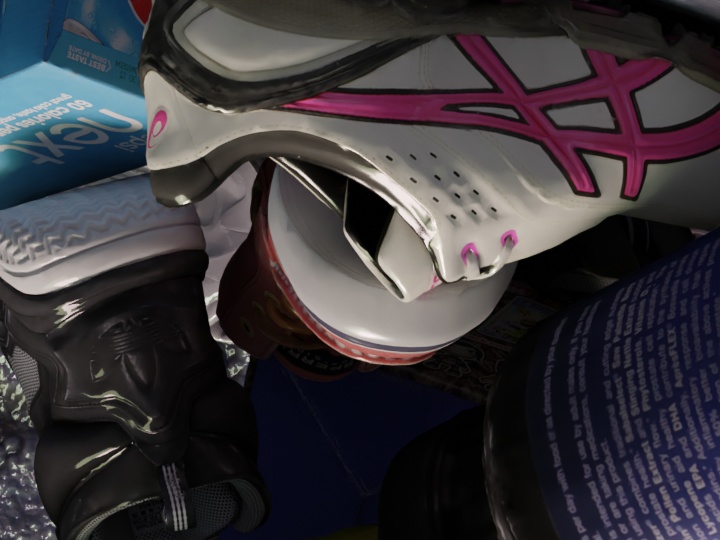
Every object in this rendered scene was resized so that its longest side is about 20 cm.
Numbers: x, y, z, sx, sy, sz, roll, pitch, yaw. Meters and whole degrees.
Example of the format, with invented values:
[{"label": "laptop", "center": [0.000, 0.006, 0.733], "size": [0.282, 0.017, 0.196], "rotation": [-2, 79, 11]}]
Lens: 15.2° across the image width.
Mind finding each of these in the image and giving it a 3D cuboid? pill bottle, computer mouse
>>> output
[{"label": "pill bottle", "center": [0.103, 0.046, 0.698], "size": [0.200, 0.112, 0.112], "rotation": [-29, 148, 35]}, {"label": "computer mouse", "center": [0.106, -0.016, 0.942], "size": [0.140, 0.046, 0.200], "rotation": [5, -159, -25]}]

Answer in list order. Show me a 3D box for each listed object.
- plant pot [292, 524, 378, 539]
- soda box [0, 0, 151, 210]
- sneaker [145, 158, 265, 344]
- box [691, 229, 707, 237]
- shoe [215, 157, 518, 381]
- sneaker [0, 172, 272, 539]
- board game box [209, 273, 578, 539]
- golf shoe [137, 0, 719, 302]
[{"label": "plant pot", "center": [-0.049, 0.170, 0.817], "size": [0.192, 0.201, 0.200], "rotation": [-2, 169, 30]}, {"label": "soda box", "center": [-0.115, -0.060, 0.807], "size": [0.068, 0.064, 0.200], "rotation": [18, 160, -35]}, {"label": "sneaker", "center": [-0.076, -0.026, 1.348], "size": [0.075, 0.115, 0.200], "rotation": [19, 177, -34]}, {"label": "box", "center": [0.159, 0.035, 1.086], "size": [0.132, 0.115, 0.200], "rotation": [18, 177, -26]}, {"label": "shoe", "center": [0.000, 0.000, 0.791], "size": [0.071, 0.091, 0.200], "rotation": [11, -156, -8]}, {"label": "sneaker", "center": [-0.079, 0.033, 0.836], "size": [0.075, 0.114, 0.200], "rotation": [-15, -178, -10]}, {"label": "board game box", "center": [0.026, 0.072, 0.963], "size": [0.096, 0.160, 0.200], "rotation": [19, -159, 13]}, {"label": "golf shoe", "center": [0.030, -0.033, 0.697], "size": [0.199, 0.093, 0.073], "rotation": [17, 176, -29]}]
